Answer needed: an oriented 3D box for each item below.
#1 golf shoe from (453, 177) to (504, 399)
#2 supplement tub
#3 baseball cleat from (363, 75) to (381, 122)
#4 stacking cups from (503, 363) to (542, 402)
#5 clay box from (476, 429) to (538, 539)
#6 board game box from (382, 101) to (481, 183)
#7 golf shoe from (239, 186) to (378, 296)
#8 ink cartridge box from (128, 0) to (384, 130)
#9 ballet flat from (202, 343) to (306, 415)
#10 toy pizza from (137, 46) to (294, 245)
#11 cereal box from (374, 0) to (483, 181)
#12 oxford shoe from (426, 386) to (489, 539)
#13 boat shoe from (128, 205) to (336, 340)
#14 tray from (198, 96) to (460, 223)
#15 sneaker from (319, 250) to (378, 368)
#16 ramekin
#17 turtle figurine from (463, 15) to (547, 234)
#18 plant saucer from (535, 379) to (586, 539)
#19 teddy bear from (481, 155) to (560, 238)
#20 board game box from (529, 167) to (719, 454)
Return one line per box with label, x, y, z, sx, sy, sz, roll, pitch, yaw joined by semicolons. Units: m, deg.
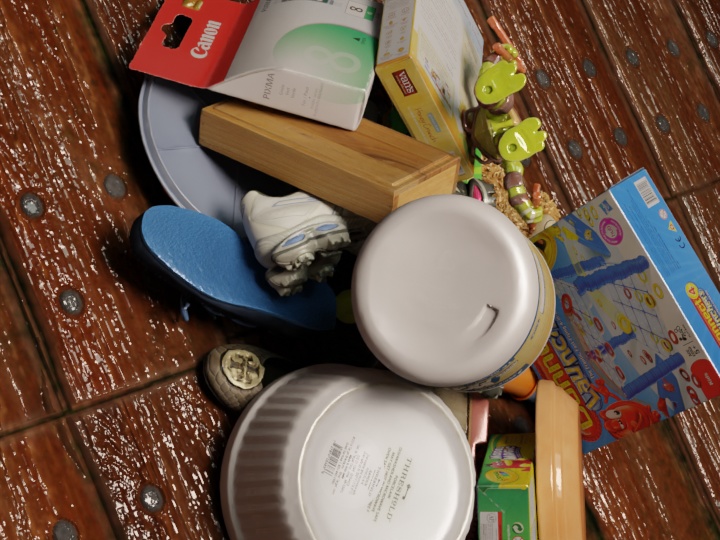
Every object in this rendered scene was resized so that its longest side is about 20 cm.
golf shoe;0.084;0.018;1.465;0.087;0.077;0.201;-5;72;-9
supplement tub;0.080;0.023;1.325;0.200;0.144;0.146;25;44;-76
baseball cleat;-0.003;-0.175;1.545;0.200;0.070;0.107;-27;88;-47
stacking cups;0.168;0.104;1.572;0.199;0.060;0.061;16;59;-27
clay box;0.128;0.210;1.408;0.200;0.047;0.116;-46;134;-79
board game box;0.066;-0.062;1.524;0.095;0.030;0.201;8;74;-24
golf shoe;-0.009;-0.053;1.386;0.199;0.078;0.097;-14;58;-37
ink cartridge box;-0.080;-0.201;1.425;0.199;0.050;0.161;17;36;-2
ballet flat;-0.041;0.108;1.393;0.199;0.046;0.068;27;53;-28
toy pizza;-0.113;-0.104;1.446;0.199;0.032;0.201;23;51;-32
cereal box;0.064;-0.194;1.485;0.201;0.039;0.144;-83;149;-46
oxford shoe;0.065;0.188;1.445;0.074;0.071;0.201;10;61;-6
boat shoe;-0.112;0.017;1.367;0.199;0.068;0.085;33;53;-28
tray;-0.027;-0.101;1.382;0.199;0.037;0.098;25;33;27
sneaker;0.000;0.000;1.470;0.065;0.078;0.202;2;81;3
ramekin;-0.002;0.171;1.320;0.199;0.105;0.202;5;80;-27
turtle figurine;0.120;-0.133;1.437;0.064;0.161;0.202;-8;85;3
plant saucer;0.176;0.196;1.451;0.200;0.037;0.202;-3;90;-81
teddy bear;0.120;-0.046;1.590;0.199;0.067;0.146;32;54;-23
board game box;0.224;0.041;1.472;0.056;0.196;0.201;-28;85;-39
